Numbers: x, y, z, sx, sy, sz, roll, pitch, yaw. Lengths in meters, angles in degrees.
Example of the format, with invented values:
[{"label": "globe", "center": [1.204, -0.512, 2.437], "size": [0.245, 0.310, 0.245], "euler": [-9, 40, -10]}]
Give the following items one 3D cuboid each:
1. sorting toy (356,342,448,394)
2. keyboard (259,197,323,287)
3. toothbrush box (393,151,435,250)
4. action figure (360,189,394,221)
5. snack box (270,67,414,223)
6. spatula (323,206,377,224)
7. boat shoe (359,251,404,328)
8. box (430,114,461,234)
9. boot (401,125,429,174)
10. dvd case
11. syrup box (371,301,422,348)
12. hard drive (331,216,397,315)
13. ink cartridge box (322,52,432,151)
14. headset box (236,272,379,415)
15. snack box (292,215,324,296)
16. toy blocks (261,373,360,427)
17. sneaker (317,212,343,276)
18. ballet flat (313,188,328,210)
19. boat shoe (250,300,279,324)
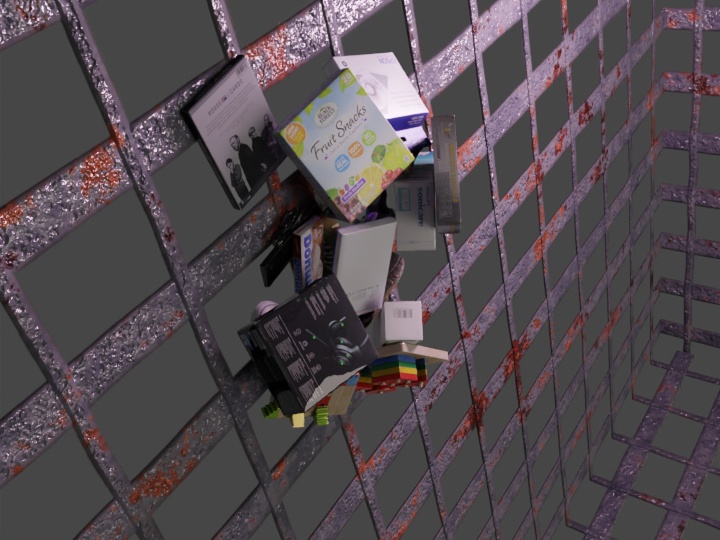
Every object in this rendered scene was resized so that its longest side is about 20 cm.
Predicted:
[{"label": "sorting toy", "center": [0.058, 0.213, 1.645], "size": [0.197, 0.197, 0.071], "euler": [18, 62, -55]}, {"label": "keyboard", "center": [-0.131, -0.071, 1.449], "size": [0.201, 0.039, 0.105], "euler": [-55, 163, -30]}, {"label": "toothbrush box", "center": [0.115, -0.147, 1.632], "size": [0.201, 0.083, 0.149], "euler": [-82, 169, -64]}, {"label": "action figure", "center": [0.035, -0.165, 1.591], "size": [0.130, 0.068, 0.204], "euler": [-51, 149, -54]}, {"label": "snack box", "center": [-0.029, -0.214, 1.357], "size": [0.169, 0.067, 0.201], "euler": [-45, 110, -11]}, {"label": "spatula", "center": [-0.018, -0.096, 1.482], "size": [0.199, 0.020, 0.057], "euler": [12, 109, -61]}, {"label": "boat shoe", "center": [0.024, 0.048, 1.673], "size": [0.201, 0.075, 0.074], "euler": [-54, 169, -25]}, {"label": "box", "center": [0.167, -0.182, 1.527], "size": [0.158, 0.047, 0.205], "euler": [39, 48, -82]}, {"label": "boot", "center": [0.098, -0.255, 1.574], "size": [0.074, 0.074, 0.201], "euler": [59, 16, -23]}, {"label": "dvd case", "center": [-0.199, -0.225, 1.294], "size": [0.151, 0.024, 0.202], "euler": [-53, 139, -29]}, {"label": "syrup box", "center": [0.073, 0.127, 1.632], "size": [0.200, 0.077, 0.083], "euler": [112, -23, -73]}, {"label": "hard drive", "center": [0.000, 0.000, 1.529], "size": [0.130, 0.025, 0.203], "euler": [-15, 129, -33]}, {"label": "ink cartridge box", "center": [0.046, -0.318, 1.493], "size": [0.198, 0.040, 0.202], "euler": [-23, 80, -49]}, {"label": "headset box", "center": [-0.086, 0.125, 1.390], "size": [0.199, 0.092, 0.176], "euler": [-34, 96, -31]}, {"label": "snack box", "center": [-0.097, 0.001, 1.484], "size": [0.072, 0.024, 0.203], "euler": [-41, 142, -43]}, {"label": "toy blocks", "center": [-0.082, 0.209, 1.498], "size": [0.196, 0.100, 0.139], "euler": [3, 123, -30]}, {"label": "sneaker", "center": [-0.049, -0.020, 1.532], "size": [0.090, 0.067, 0.201], "euler": [-52, 142, -12]}, {"label": "ballet flat", "center": [-0.023, -0.186, 1.466], "size": [0.200, 0.075, 0.064], "euler": [-46, 167, -29]}, {"label": "boat shoe", "center": [-0.130, 0.121, 1.474], "size": [0.073, 0.065, 0.200], "euler": [-62, 143, -18]}]
